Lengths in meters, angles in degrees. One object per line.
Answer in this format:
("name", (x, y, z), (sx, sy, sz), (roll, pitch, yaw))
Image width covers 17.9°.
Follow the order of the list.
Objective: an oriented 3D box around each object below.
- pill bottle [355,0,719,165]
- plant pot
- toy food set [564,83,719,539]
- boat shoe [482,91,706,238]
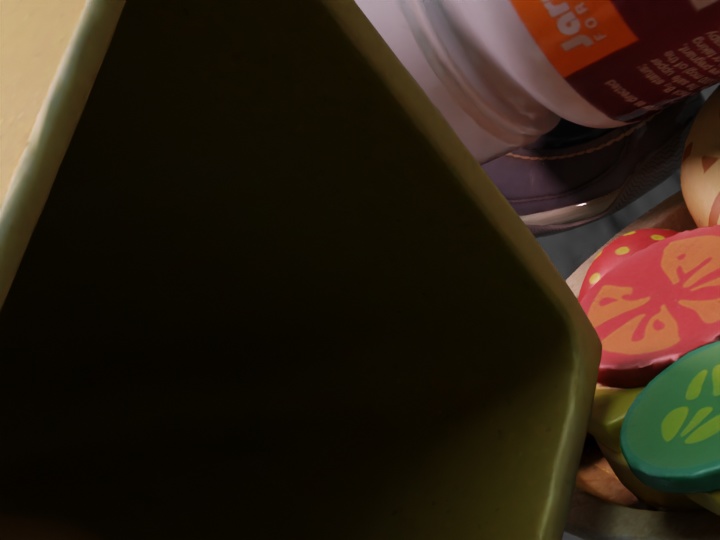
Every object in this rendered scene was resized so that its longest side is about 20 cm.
("pill bottle", (0.092, -0.111, 0.666), (0.199, 0.114, 0.114), (-25, 24, 27))
("plant pot", (-0.089, 0.049, 0.519), (0.199, 0.196, 0.195), (-10, 48, 34))
("toy food set", (0.124, 0.002, 0.610), (0.200, 0.049, 0.198), (-35, 25, -13))
("boat shoe", (0.037, -0.062, 0.794), (0.074, 0.073, 0.200), (-42, 27, -25))
